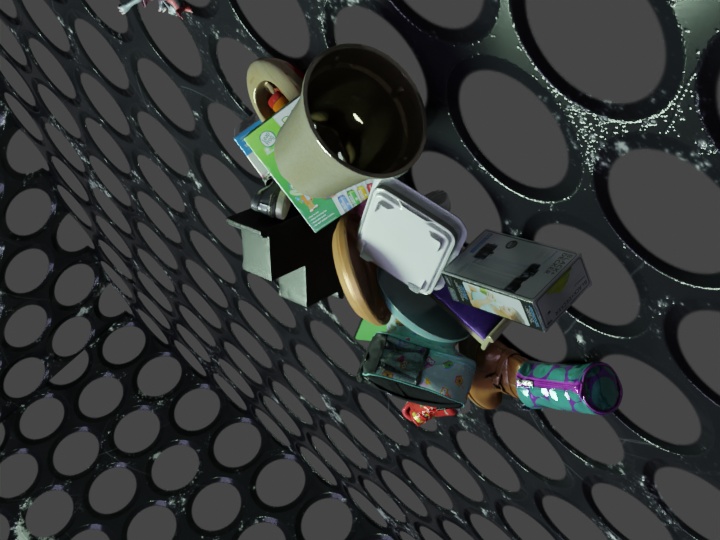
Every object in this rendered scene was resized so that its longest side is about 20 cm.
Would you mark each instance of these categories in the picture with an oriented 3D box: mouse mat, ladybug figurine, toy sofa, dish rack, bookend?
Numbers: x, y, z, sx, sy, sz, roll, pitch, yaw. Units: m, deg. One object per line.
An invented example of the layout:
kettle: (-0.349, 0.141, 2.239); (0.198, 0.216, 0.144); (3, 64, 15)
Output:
mouse mat: (0.091, 0.122, 1.915); (0.197, 0.008, 0.161); (8, 159, -5)
ladybug figurine: (-0.110, -0.274, 1.659); (0.201, 0.072, 0.136); (54, 143, 4)
toy sofa: (0.172, 0.030, 1.663); (0.200, 0.083, 0.098); (43, 160, 11)
dish rack: (0.069, -0.046, 1.563); (0.171, 0.044, 0.201); (33, 146, 9)
bookend: (-0.128, -0.020, 1.756); (0.092, 0.198, 0.202); (20, 123, 38)

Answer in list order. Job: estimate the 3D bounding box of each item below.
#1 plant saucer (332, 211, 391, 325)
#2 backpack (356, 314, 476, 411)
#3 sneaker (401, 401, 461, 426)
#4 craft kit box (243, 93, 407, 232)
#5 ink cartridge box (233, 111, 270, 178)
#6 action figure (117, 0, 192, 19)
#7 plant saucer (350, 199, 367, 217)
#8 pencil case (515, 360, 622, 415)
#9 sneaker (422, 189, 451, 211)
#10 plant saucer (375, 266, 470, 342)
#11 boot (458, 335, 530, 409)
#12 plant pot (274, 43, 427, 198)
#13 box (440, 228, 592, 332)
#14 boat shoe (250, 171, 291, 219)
plant saucer: (0.000, 0.000, 1.687); (0.200, 0.037, 0.202); (-19, -90, -74)
backpack: (0.110, 0.167, 1.771); (0.198, 0.155, 0.176); (25, 169, 1)
sneaker: (0.153, 0.308, 2.180); (0.077, 0.085, 0.200); (49, 159, -7)
craft kit box: (-0.053, -0.193, 1.592); (0.199, 0.049, 0.198); (-32, 102, 24)
ink cartridge box: (-0.153, -0.195, 1.851); (0.201, 0.067, 0.116); (55, -174, -18)
action figure: (-0.372, -0.529, 1.752); (0.199, 0.134, 0.149); (37, 117, -8)
plant saucer: (-0.017, -0.153, 1.749); (0.200, 0.051, 0.201); (38, 157, 20)
pencil case: (0.337, 0.191, 1.624); (0.091, 0.086, 0.200); (8, 172, -25)
sneaker: (0.097, -0.073, 1.611); (0.083, 0.074, 0.200); (64, 155, -1)
plant saucer: (0.106, 0.055, 1.710); (0.200, 0.200, 0.028); (42, 119, 12)
boot: (0.266, 0.204, 1.817); (0.155, 0.076, 0.202); (24, 139, 44)
plant pot: (-0.033, -0.198, 1.447); (0.201, 0.200, 0.183); (49, 147, -7)
box: (0.230, 0.010, 1.477); (0.199, 0.116, 0.060); (21, 145, 51)
boat shoe: (-0.142, -0.163, 1.712); (0.062, 0.201, 0.073); (7, 129, 5)
